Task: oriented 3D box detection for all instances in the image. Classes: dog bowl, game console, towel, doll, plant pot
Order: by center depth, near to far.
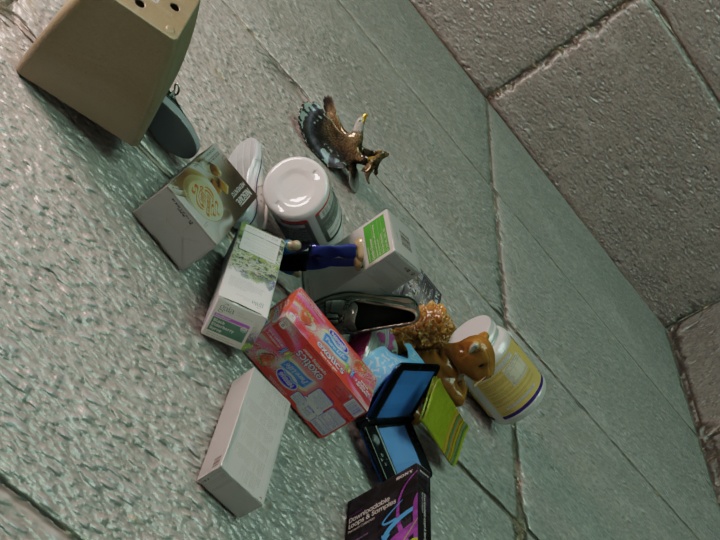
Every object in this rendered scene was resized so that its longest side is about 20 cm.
[{"bbox_3d":[-0.341,-0.343,1.389,0.199,0.177,0.201,33,40,-18],"label":"plant pot"},{"bbox_3d":[-0.097,-0.023,1.583,0.137,0.197,0.049,110,-22,-67],"label":"doll"},{"bbox_3d":[0.089,0.259,1.620,0.199,0.118,0.172,13,50,-63],"label":"game console"},{"bbox_3d":[0.048,0.186,1.639,0.049,0.112,0.199,38,17,24],"label":"dog bowl"},{"bbox_3d":[0.151,0.271,1.706,0.200,0.018,0.087,58,45,-50],"label":"towel"}]

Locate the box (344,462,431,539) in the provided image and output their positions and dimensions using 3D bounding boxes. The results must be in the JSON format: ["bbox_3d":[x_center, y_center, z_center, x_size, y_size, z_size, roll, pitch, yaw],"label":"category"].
[{"bbox_3d":[0.036,0.383,1.360,0.036,0.142,0.201,44,27,-23],"label":"box"}]

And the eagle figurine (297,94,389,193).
[{"bbox_3d":[-0.038,-0.283,2.074,0.199,0.152,0.152,30,-21,8],"label":"eagle figurine"}]

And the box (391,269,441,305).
[{"bbox_3d":[0.095,0.053,1.979,0.159,0.048,0.201,49,25,-16],"label":"box"}]

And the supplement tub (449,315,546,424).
[{"bbox_3d":[0.283,0.209,2.028,0.200,0.145,0.146,50,25,-17],"label":"supplement tub"}]

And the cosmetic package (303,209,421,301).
[{"bbox_3d":[0.000,0.000,1.677,0.085,0.199,0.108,38,28,-38],"label":"cosmetic package"}]

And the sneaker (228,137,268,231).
[{"bbox_3d":[-0.192,-0.139,1.656,0.071,0.072,0.202,46,34,-44],"label":"sneaker"}]

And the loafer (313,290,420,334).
[{"bbox_3d":[0.003,0.073,1.614,0.063,0.197,0.073,-115,-159,-79],"label":"loafer"}]

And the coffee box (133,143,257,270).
[{"bbox_3d":[-0.248,-0.102,1.474,0.115,0.079,0.200,52,25,-12],"label":"coffee box"}]

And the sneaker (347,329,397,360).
[{"bbox_3d":[0.024,0.144,1.696,0.089,0.081,0.200,52,25,-8],"label":"sneaker"}]

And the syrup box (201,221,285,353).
[{"bbox_3d":[-0.174,0.022,1.445,0.078,0.082,0.201,23,35,-12],"label":"syrup box"}]

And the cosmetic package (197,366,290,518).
[{"bbox_3d":[-0.154,0.229,1.296,0.083,0.050,0.201,46,27,-19],"label":"cosmetic package"}]

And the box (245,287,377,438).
[{"bbox_3d":[-0.077,0.144,1.483,0.200,0.102,0.095,50,25,-13],"label":"box"}]

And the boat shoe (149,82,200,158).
[{"bbox_3d":[-0.323,-0.271,1.545,0.199,0.074,0.068,45,40,-6],"label":"boat shoe"}]

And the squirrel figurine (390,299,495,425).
[{"bbox_3d":[0.149,0.156,1.784,0.202,0.186,0.141,62,25,7],"label":"squirrel figurine"}]

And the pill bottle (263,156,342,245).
[{"bbox_3d":[-0.093,-0.103,1.661,0.200,0.113,0.115,68,-1,-68],"label":"pill bottle"}]
